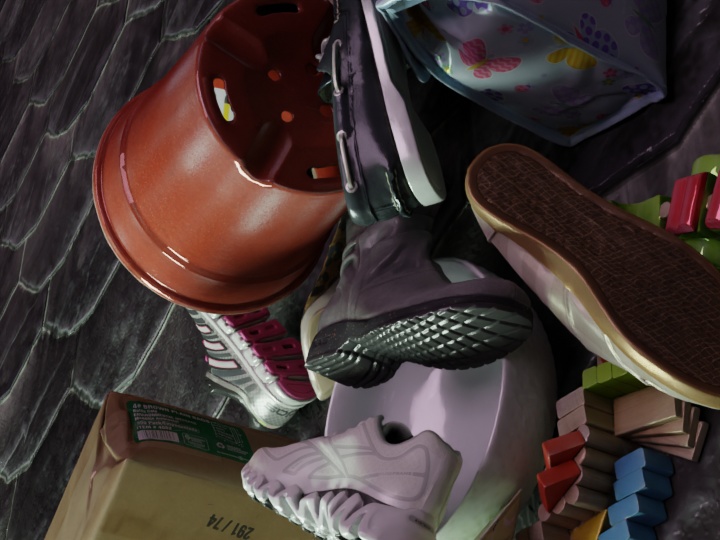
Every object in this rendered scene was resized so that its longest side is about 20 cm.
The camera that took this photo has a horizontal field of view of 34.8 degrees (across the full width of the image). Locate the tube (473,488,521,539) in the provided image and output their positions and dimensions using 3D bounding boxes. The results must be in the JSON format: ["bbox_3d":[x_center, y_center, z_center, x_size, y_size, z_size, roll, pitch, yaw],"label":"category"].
[{"bbox_3d":[0.050,0.222,0.682,0.058,0.051,0.201,-109,31,-57],"label":"tube"}]

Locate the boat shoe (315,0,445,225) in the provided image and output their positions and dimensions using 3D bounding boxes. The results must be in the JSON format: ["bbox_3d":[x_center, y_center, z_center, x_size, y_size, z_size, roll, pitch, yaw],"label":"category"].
[{"bbox_3d":[0.000,-0.122,0.732,0.060,0.076,0.201,-21,56,14],"label":"boat shoe"}]

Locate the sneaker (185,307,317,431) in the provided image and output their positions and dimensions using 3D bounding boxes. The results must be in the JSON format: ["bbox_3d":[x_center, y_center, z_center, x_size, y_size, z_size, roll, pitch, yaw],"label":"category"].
[{"bbox_3d":[-0.118,0.066,1.038,0.200,0.073,0.088,48,126,22],"label":"sneaker"}]

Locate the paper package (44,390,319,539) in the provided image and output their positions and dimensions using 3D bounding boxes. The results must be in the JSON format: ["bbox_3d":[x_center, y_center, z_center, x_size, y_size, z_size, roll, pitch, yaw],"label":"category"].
[{"bbox_3d":[-0.127,0.213,0.872,0.192,0.199,0.103,-65,27,12],"label":"paper package"}]

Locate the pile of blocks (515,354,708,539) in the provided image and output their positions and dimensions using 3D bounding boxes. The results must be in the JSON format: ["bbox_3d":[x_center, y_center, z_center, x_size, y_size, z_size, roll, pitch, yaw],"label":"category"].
[{"bbox_3d":[0.139,0.099,0.649,0.082,0.062,0.202,5,77,60],"label":"pile of blocks"}]

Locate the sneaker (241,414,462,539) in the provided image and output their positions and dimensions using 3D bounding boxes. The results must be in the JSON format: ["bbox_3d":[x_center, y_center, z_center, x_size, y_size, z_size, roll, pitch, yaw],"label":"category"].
[{"bbox_3d":[-0.006,0.130,0.712,0.199,0.075,0.082,1,60,57],"label":"sneaker"}]

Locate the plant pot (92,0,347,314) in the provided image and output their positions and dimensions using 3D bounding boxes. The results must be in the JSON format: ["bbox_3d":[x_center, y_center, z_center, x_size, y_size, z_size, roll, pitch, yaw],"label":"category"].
[{"bbox_3d":[-0.076,-0.090,0.838,0.195,0.199,0.203,145,137,-59],"label":"plant pot"}]

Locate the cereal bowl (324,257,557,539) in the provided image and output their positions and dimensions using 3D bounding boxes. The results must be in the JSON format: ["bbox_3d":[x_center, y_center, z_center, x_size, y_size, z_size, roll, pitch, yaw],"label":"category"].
[{"bbox_3d":[0.061,0.099,0.759,0.200,0.083,0.202,-37,43,43],"label":"cereal bowl"}]

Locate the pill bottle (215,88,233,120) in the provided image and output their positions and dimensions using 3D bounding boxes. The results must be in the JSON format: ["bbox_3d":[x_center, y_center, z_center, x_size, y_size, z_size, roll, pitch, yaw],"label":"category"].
[{"bbox_3d":[-0.109,-0.096,1.096,0.112,0.111,0.202,-136,49,-58],"label":"pill bottle"}]

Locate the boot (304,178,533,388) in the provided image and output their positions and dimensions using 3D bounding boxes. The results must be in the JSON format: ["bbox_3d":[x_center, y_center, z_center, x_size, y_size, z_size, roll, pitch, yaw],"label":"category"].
[{"bbox_3d":[0.036,-0.006,0.722,0.199,0.069,0.133,-16,53,50],"label":"boot"}]

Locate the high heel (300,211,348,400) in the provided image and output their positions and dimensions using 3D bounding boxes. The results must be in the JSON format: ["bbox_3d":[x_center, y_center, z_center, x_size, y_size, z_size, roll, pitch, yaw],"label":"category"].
[{"bbox_3d":[0.000,0.000,0.974,0.143,0.071,0.202,-73,-1,-67],"label":"high heel"}]

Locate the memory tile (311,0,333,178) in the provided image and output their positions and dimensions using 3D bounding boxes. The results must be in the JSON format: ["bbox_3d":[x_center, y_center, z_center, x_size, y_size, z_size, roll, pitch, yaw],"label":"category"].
[{"bbox_3d":[-0.022,-0.158,0.927,0.200,0.017,0.155,132,123,-67],"label":"memory tile"}]

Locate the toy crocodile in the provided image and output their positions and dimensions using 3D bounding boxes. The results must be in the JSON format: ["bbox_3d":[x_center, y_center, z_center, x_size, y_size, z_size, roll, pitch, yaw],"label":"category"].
[{"bbox_3d":[0.214,-0.033,0.607,0.199,0.061,0.068,-4,69,58],"label":"toy crocodile"}]

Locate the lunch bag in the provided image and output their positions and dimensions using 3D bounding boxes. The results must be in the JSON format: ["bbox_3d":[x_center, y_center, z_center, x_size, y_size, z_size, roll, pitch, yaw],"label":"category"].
[{"bbox_3d":[0.101,-0.203,0.761,0.127,0.199,0.171,-23,54,51],"label":"lunch bag"}]

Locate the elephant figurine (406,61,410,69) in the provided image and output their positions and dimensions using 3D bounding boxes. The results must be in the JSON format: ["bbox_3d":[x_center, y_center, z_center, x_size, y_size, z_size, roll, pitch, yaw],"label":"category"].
[{"bbox_3d":[0.033,-0.206,0.917,0.142,0.155,0.201,-46,29,21],"label":"elephant figurine"}]

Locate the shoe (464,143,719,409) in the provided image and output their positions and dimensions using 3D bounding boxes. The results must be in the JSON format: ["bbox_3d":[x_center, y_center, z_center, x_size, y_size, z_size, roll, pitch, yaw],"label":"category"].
[{"bbox_3d":[0.137,0.005,0.631,0.070,0.054,0.200,-38,62,-14],"label":"shoe"}]
